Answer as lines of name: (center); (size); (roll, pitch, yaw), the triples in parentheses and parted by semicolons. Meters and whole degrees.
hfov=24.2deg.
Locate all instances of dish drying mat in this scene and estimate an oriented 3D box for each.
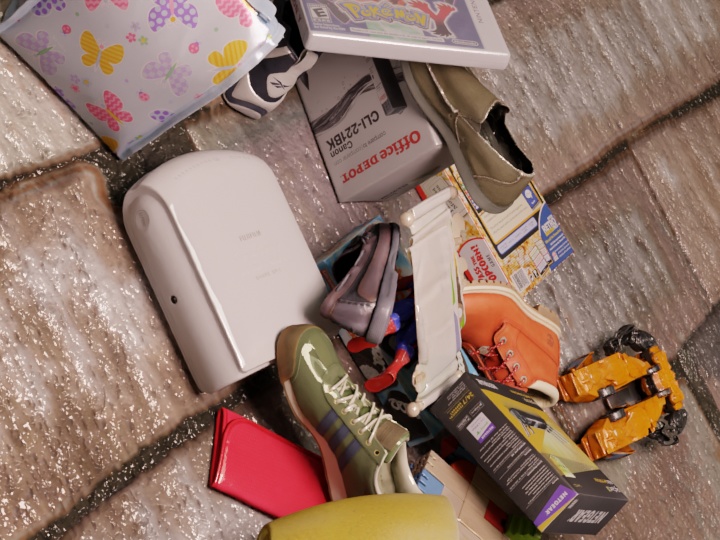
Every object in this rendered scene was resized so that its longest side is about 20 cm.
dish drying mat: (-0.050, 0.190, 1.474); (0.199, 0.018, 0.077); (32, 48, -35)

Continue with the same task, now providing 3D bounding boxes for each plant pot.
plant pot: (-0.018, 0.266, 1.351); (0.141, 0.200, 0.201); (13, 53, -11)

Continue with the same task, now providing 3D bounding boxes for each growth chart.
growth chart: (0.071, 0.025, 1.565); (0.144, 0.018, 0.202); (-15, 103, -65)

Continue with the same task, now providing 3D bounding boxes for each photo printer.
photo printer: (-0.115, -0.009, 1.475); (0.166, 0.069, 0.201); (-21, 85, -53)

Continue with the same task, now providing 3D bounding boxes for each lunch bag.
lunch bag: (-0.178, -0.218, 1.421); (0.170, 0.199, 0.128); (45, 41, -21)

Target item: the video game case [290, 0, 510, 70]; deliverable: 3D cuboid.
video game case: (0.026, -0.261, 1.571); (0.198, 0.023, 0.183); (3, 45, -20)

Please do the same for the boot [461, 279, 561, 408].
boot: (0.141, 0.077, 1.728); (0.199, 0.075, 0.108); (24, 56, -41)

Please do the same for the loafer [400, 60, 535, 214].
loafer: (0.107, -0.155, 1.588); (0.075, 0.069, 0.201); (-32, 93, -50)

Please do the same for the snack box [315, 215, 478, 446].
snack box: (0.033, 0.057, 1.636); (0.201, 0.037, 0.116); (58, 37, -6)

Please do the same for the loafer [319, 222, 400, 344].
loafer: (0.000, 0.000, 1.523); (0.062, 0.072, 0.200); (15, 23, -4)

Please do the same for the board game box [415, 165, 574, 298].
board game box: (0.140, -0.072, 1.833); (0.151, 0.046, 0.201); (-35, 96, -52)

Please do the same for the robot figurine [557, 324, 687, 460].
robot figurine: (0.293, 0.140, 1.876); (0.199, 0.058, 0.146); (-14, 80, -52)

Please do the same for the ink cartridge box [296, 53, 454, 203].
ink cartridge box: (0.018, -0.185, 1.677); (0.083, 0.144, 0.201); (-10, 76, -49)

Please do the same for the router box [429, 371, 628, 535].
router box: (0.165, 0.178, 1.606); (0.157, 0.052, 0.200); (47, 10, 21)

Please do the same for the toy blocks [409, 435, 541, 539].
toy blocks: (0.086, 0.230, 1.562); (0.137, 0.100, 0.200); (41, 37, -11)

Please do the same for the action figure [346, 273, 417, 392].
action figure: (0.044, 0.044, 1.588); (0.066, 0.051, 0.200); (62, 33, -10)

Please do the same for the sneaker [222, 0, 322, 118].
sneaker: (-0.078, -0.259, 1.621); (0.079, 0.129, 0.201); (27, 50, -38)

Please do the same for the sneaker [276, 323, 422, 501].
sneaker: (0.003, 0.134, 1.442); (0.067, 0.089, 0.202); (-40, 117, -47)
